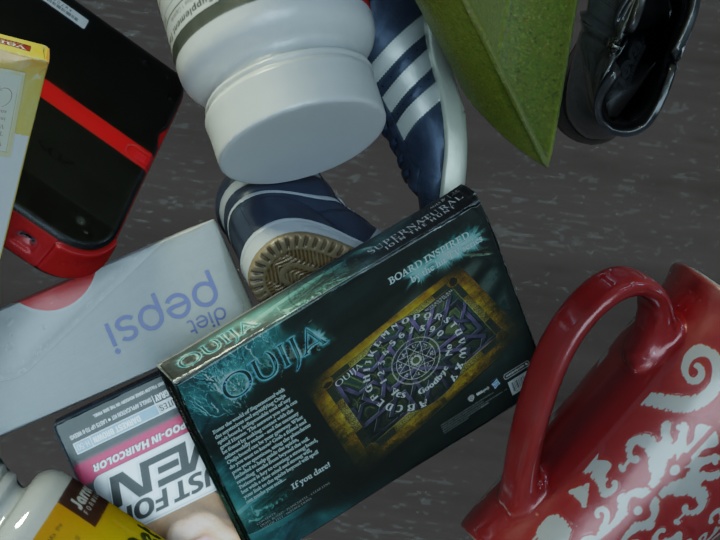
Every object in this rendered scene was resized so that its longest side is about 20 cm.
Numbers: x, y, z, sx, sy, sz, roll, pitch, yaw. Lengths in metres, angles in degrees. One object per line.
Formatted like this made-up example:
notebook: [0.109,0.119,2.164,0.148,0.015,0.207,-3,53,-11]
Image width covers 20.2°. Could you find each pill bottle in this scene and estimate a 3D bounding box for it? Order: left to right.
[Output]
pill bottle: [-0.146,0.181,1.077,0.200,0.109,0.109,34,85,-5]
pill bottle: [-0.057,-0.159,1.126,0.114,0.114,0.200,-15,70,-7]

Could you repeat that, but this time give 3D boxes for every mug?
mug: [0.149,0.098,1.170,0.178,0.133,0.200,44,88,-7]

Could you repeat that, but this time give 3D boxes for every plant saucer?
plant saucer: [0.073,-0.191,1.126,0.048,0.200,0.200,1,63,22]

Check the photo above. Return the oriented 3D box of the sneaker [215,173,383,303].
sneaker: [0.000,0.000,1.183,0.200,0.109,0.070,28,107,-37]

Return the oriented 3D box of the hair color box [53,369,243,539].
hair color box: [-0.091,0.157,1.169,0.099,0.061,0.200,-26,92,-7]

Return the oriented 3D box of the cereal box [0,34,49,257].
cereal box: [-0.250,-0.034,1.028,0.144,0.040,0.200,14,106,-12]

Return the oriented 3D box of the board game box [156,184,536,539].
board game box: [0.000,0.057,1.119,0.200,0.028,0.135,-30,122,-14]

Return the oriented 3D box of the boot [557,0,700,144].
boot: [0.172,-0.168,1.174,0.070,0.132,0.200,12,87,-6]

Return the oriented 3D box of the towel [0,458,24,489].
towel: [-0.253,0.154,1.126,0.147,0.022,0.200,-33,116,-1]

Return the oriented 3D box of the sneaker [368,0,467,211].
sneaker: [0.016,-0.107,1.189,0.084,0.075,0.200,-6,83,-1]

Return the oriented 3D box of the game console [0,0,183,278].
game console: [-0.202,-0.102,1.117,0.200,0.031,0.177,35,41,-17]

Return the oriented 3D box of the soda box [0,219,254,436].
soda box: [-0.162,0.040,1.161,0.200,0.063,0.068,-23,91,-6]
